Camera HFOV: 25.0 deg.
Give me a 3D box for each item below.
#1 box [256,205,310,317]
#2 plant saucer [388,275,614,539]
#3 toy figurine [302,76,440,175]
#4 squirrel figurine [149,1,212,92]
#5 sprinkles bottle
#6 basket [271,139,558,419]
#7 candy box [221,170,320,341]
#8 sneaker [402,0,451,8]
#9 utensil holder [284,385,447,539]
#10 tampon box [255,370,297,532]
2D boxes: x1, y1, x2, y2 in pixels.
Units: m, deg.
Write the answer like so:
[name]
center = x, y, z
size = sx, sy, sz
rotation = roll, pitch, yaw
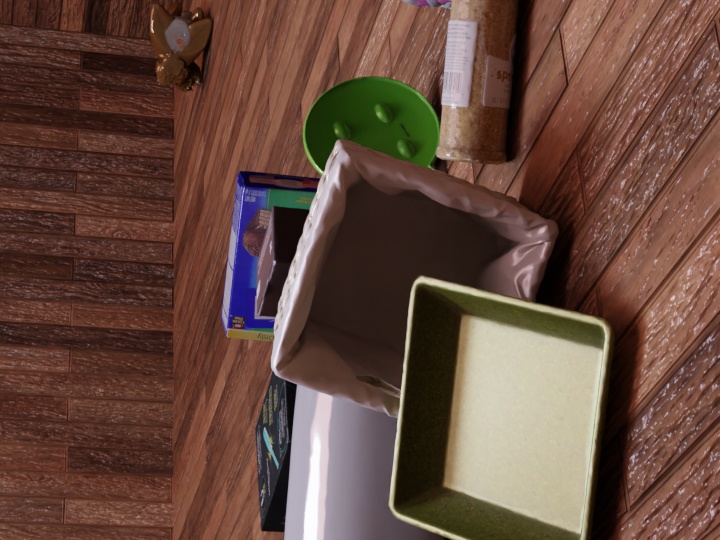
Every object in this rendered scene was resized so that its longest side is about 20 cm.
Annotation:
[box]
center = 0.000, 0.000, 1.625
size = 0.101, 0.197, 0.076
rotation = 113, 157, -54
[plant saucer]
center = 0.117, 0.118, 1.271
size = 0.199, 0.048, 0.203
rotation = 13, 101, 42
[toy figurine]
center = 0.024, -0.080, 1.793
size = 0.201, 0.149, 0.185
rotation = 58, 164, 27
[squirrel figurine]
center = -0.417, -0.513, 3.723
size = 0.187, 0.140, 0.203
rotation = -119, 37, -78
[sprinkles bottle]
center = 0.110, -0.201, 1.498
size = 0.068, 0.067, 0.203
rotation = -153, 67, -76
[basket]
center = 0.039, 0.011, 1.398
size = 0.161, 0.196, 0.202
rotation = -112, 41, -79
[candy box]
center = -0.081, -0.012, 2.047
size = 0.077, 0.167, 0.203
rotation = -112, 28, -69
[sneaker]
center = 0.071, -0.299, 1.613
size = 0.200, 0.087, 0.083
rotation = 147, 127, -83
[utensil holder]
center = 0.009, 0.208, 1.609
size = 0.170, 0.168, 0.203
rotation = 139, 136, -72
[tampon box]
center = -0.047, 0.198, 1.928
size = 0.201, 0.124, 0.151
rotation = 109, 161, -50
